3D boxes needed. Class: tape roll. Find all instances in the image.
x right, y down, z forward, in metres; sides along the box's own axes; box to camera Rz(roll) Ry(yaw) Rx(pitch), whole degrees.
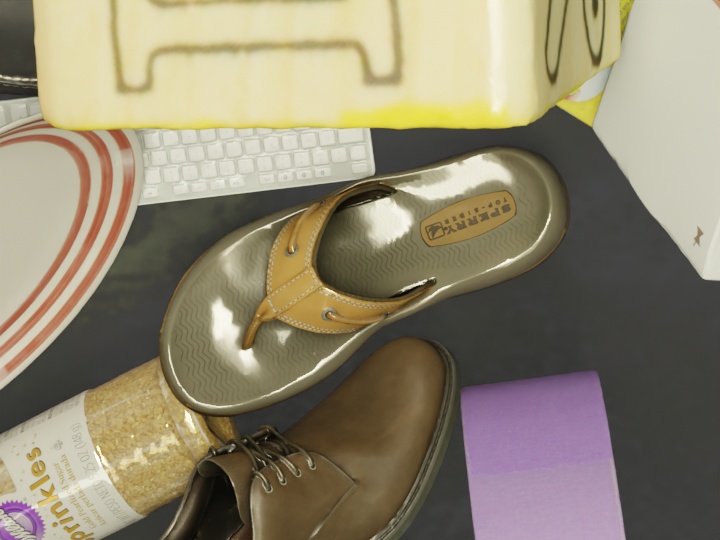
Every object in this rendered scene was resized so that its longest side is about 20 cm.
[{"bbox_3d":[0.089,0.148,1.254,0.065,0.200,0.201,-7,114,3],"label":"tape roll"}]

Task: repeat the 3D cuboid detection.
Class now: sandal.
[{"bbox_3d":[0.000,0.000,1.245,0.200,0.055,0.082,-21,83,2],"label":"sandal"}]

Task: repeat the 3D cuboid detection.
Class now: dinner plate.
[{"bbox_3d":[-0.176,0.002,1.211,0.024,0.200,0.200,42,112,20],"label":"dinner plate"}]

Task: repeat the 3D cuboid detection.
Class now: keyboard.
[{"bbox_3d":[-0.095,-0.058,1.266,0.199,0.011,0.056,-7,114,3],"label":"keyboard"}]

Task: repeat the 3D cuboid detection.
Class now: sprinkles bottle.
[{"bbox_3d":[-0.156,0.106,1.307,0.200,0.068,0.068,-27,111,11],"label":"sprinkles bottle"}]

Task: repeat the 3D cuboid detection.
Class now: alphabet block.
[{"bbox_3d":[-0.010,-0.166,1.082,0.196,0.195,0.201,1,101,17],"label":"alphabet block"}]

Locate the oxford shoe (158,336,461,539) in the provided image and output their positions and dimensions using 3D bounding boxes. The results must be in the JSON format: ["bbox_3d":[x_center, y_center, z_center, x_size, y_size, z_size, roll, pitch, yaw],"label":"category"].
[{"bbox_3d":[-0.028,0.099,1.260,0.200,0.073,0.084,-50,135,-18],"label":"oxford shoe"}]

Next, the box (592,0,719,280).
[{"bbox_3d":[0.219,-0.063,1.169,0.199,0.124,0.098,3,121,-23],"label":"box"}]

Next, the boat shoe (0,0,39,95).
[{"bbox_3d":[-0.200,-0.114,1.212,0.199,0.063,0.073,17,113,-8],"label":"boat shoe"}]

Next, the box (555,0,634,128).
[{"bbox_3d":[0.101,-0.133,1.214,0.200,0.048,0.117,32,109,-11],"label":"box"}]
